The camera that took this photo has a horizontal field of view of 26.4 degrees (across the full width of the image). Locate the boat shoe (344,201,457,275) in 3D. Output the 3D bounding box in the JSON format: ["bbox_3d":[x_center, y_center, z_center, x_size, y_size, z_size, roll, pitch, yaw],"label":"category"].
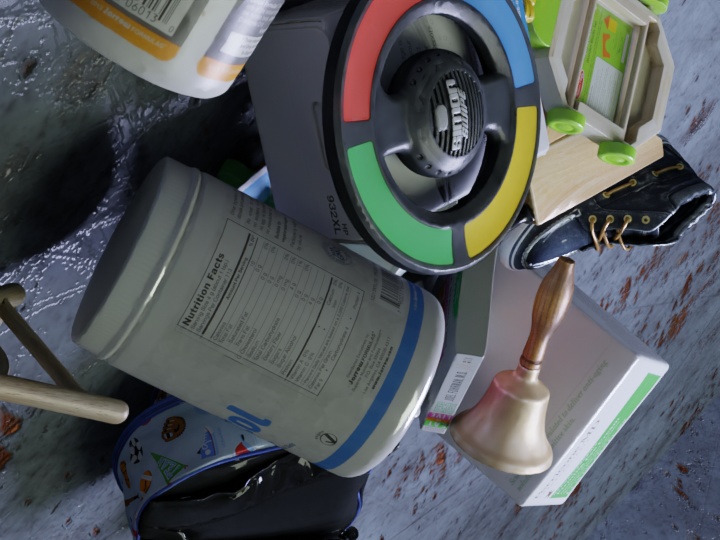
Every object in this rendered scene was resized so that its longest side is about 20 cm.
[{"bbox_3d":[0.000,0.000,1.255,0.200,0.073,0.062,-39,160,-19],"label":"boat shoe"}]

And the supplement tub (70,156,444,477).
[{"bbox_3d":[-0.061,0.031,0.945,0.132,0.200,0.132,-56,-164,25],"label":"supplement tub"}]

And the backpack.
[{"bbox_3d":[-0.094,0.147,1.183,0.190,0.154,0.200,-16,141,-23],"label":"backpack"}]

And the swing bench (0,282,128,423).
[{"bbox_3d":[-0.272,0.116,0.852,0.199,0.130,0.200,-56,152,16],"label":"swing bench"}]

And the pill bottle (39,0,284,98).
[{"bbox_3d":[-0.067,-0.195,0.752,0.200,0.116,0.116,-56,158,15],"label":"pill bottle"}]

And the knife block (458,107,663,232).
[{"bbox_3d":[0.156,-0.078,1.352,0.200,0.064,0.176,23,94,-39],"label":"knife block"}]

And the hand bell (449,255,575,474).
[{"bbox_3d":[0.162,0.079,1.430,0.104,0.104,0.200,-18,132,-53],"label":"hand bell"}]

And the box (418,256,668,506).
[{"bbox_3d":[0.177,0.110,1.605,0.199,0.200,0.171,-53,157,8],"label":"box"}]

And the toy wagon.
[{"bbox_3d":[0.191,-0.185,1.283,0.200,0.040,0.156,25,72,-37],"label":"toy wagon"}]

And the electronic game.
[{"bbox_3d":[0.049,-0.097,0.950,0.200,0.042,0.201,-5,97,-47],"label":"electronic game"}]

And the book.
[{"bbox_3d":[0.091,0.057,1.422,0.200,0.048,0.134,106,-7,-63],"label":"book"}]

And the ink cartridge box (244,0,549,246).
[{"bbox_3d":[0.026,-0.118,1.017,0.200,0.084,0.146,-28,113,-43],"label":"ink cartridge box"}]

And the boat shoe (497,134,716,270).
[{"bbox_3d":[0.227,-0.046,1.411,0.200,0.091,0.071,-34,144,-9],"label":"boat shoe"}]

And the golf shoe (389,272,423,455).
[{"bbox_3d":[0.033,0.087,1.435,0.078,0.094,0.200,-24,145,-42],"label":"golf shoe"}]

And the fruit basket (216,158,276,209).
[{"bbox_3d":[-0.042,-0.030,1.103,0.200,0.094,0.186,-37,155,-38],"label":"fruit basket"}]
